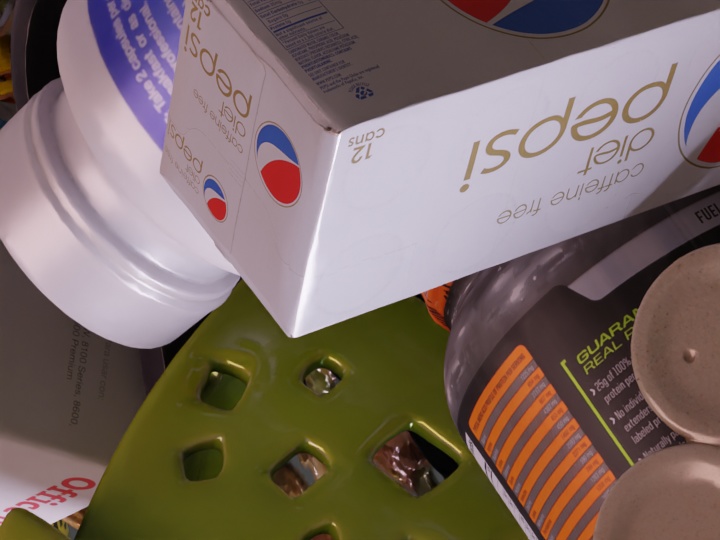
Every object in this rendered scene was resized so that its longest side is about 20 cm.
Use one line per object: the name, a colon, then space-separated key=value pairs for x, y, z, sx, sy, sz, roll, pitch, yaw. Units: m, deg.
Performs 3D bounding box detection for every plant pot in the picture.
plant pot: x=-0.012 y=0.143 z=0.855 sx=0.199 sy=0.181 sz=0.200 roll=33 pitch=137 yaw=21

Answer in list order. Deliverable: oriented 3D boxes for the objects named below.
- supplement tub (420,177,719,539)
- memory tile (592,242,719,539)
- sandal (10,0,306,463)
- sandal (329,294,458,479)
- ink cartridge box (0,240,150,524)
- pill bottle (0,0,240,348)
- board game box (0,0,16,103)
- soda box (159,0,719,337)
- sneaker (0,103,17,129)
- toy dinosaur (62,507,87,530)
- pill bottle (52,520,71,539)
supplement tub: x=0.104 y=0.051 z=0.717 sx=0.200 sy=0.122 sz=0.123 roll=57 pitch=148 yaw=22
memory tile: x=0.147 y=0.076 z=0.617 sx=0.199 sy=0.017 sz=0.154 roll=7 pitch=82 yaw=24
sandal: x=-0.060 y=-0.018 z=0.950 sx=0.043 sy=0.076 sz=0.201 roll=10 pitch=126 yaw=58
sandal: x=-0.001 y=0.000 z=0.931 sx=0.201 sy=0.048 sz=0.075 roll=61 pitch=148 yaw=17
ink cartridge box: x=-0.190 y=0.031 z=0.989 sx=0.144 sy=0.199 sz=0.085 roll=-27 pitch=51 yaw=50
pill bottle: x=-0.015 y=-0.068 z=0.771 sx=0.200 sy=0.112 sz=0.112 roll=-40 pitch=70 yaw=26
board game box: x=-0.092 y=-0.045 z=1.078 sx=0.200 sy=0.026 sz=0.200 roll=62 pitch=149 yaw=14
soda box: x=0.053 y=-0.055 z=0.658 sx=0.064 sy=0.199 sz=0.068 roll=50 pitch=144 yaw=32
sneaker: x=-0.182 y=-0.031 z=1.118 sx=0.200 sy=0.081 sz=0.077 roll=5 pitch=113 yaw=66
toy dinosaur: x=-0.076 y=0.095 z=1.064 sx=0.106 sy=0.060 sz=0.201 roll=18 pitch=131 yaw=44
pill bottle: x=-0.195 y=0.099 z=1.246 sx=0.111 sy=0.111 sz=0.201 roll=16 pitch=121 yaw=55
